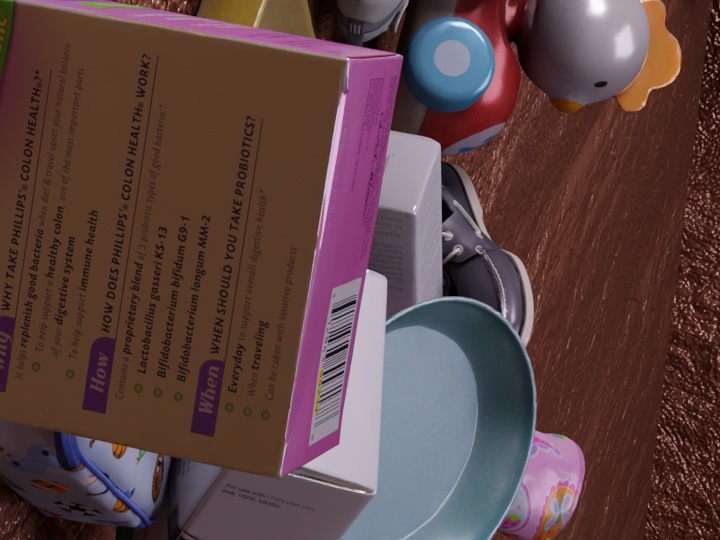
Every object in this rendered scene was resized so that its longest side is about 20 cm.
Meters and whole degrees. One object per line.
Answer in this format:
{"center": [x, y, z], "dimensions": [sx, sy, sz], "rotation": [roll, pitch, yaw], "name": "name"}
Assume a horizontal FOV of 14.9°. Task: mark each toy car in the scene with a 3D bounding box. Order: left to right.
{"center": [0.126, -0.152, 1.923], "dimensions": [0.184, 0.199, 0.178], "rotation": [128, -24, -79], "name": "toy car"}

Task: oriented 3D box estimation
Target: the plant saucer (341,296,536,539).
{"center": [0.028, 0.108, 1.727], "dimensions": [0.200, 0.036, 0.201], "rotation": [-18, 117, -38], "name": "plant saucer"}

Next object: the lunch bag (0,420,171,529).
{"center": [-0.133, 0.034, 1.366], "dimensions": [0.200, 0.075, 0.161], "rotation": [70, 32, -68], "name": "lunch bag"}

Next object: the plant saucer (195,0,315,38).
{"center": [-0.076, -0.062, 1.577], "dimensions": [0.200, 0.048, 0.201], "rotation": [77, 27, -61], "name": "plant saucer"}

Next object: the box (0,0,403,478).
{"center": [-0.100, -0.022, 1.178], "dimensions": [0.097, 0.199, 0.177], "rotation": [-20, 120, -75], "name": "box"}

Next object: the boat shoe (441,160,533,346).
{"center": [0.059, -0.008, 1.906], "dimensions": [0.073, 0.063, 0.200], "rotation": [-52, -142, 26], "name": "boat shoe"}

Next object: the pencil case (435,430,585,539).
{"center": [0.060, 0.124, 1.843], "dimensions": [0.200, 0.087, 0.088], "rotation": [24, 75, -40], "name": "pencil case"}

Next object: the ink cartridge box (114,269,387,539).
{"center": [-0.061, 0.099, 1.467], "dimensions": [0.200, 0.083, 0.147], "rotation": [125, -24, -48], "name": "ink cartridge box"}

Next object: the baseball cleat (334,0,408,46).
{"center": [0.020, -0.239, 1.831], "dimensions": [0.107, 0.070, 0.201], "rotation": [105, 7, -63], "name": "baseball cleat"}

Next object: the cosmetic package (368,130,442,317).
{"center": [0.000, 0.000, 1.834], "dimensions": [0.200, 0.101, 0.074], "rotation": [89, 17, -47], "name": "cosmetic package"}
